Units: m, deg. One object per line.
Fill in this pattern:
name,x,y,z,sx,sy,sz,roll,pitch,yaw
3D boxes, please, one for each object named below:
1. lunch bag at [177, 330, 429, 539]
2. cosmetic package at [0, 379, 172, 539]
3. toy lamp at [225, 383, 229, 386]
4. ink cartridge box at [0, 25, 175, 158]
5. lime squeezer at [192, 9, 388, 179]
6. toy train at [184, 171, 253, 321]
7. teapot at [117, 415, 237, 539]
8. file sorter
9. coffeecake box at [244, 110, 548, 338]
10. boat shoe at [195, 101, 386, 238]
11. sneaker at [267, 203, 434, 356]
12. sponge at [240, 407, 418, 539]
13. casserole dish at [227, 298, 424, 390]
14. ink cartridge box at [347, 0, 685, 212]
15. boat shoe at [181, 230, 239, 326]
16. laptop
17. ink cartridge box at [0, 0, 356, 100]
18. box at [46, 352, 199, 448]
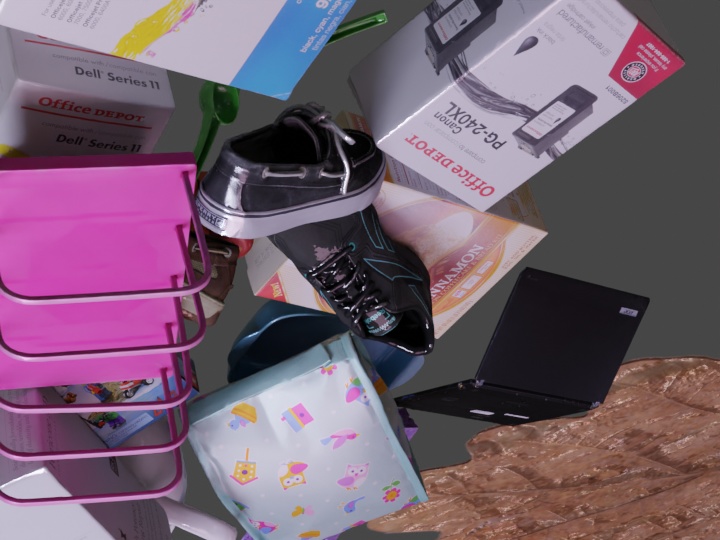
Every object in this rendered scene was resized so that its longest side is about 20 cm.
lunch bag,-0.052,0.142,1.349,0.170,0.122,0.200,-23,137,4
cosmetic package,-0.213,0.176,1.136,0.074,0.102,0.200,-25,134,6
toy lamp,-0.093,0.166,1.492,0.058,0.058,0.200,-19,147,0
ink cartridge box,-0.206,-0.104,1.069,0.117,0.068,0.200,6,138,-30
lime squeezer,-0.072,-0.134,1.099,0.200,0.071,0.038,-42,117,-18
toy train,-0.133,-0.060,1.165,0.115,0.085,0.200,19,128,-18
teapot,-0.218,0.187,1.342,0.197,0.201,0.146,-35,138,20
file sorter,-0.174,0.042,0.993,0.138,0.126,0.201,-3,135,-16
coffeecake box,0.026,-0.032,1.266,0.199,0.073,0.154,14,134,-37
boat shoe,-0.039,-0.080,1.063,0.199,0.073,0.068,-18,137,-51
sneaker,0.000,0.000,1.167,0.075,0.080,0.200,-34,140,21
sponge,-0.035,0.216,1.533,0.111,0.030,0.200,4,129,-47
casserole dish,-0.033,0.069,1.403,0.199,0.039,0.121,10,135,-33
ink cartridge box,0.113,-0.148,1.141,0.200,0.084,0.145,-37,141,23
boat shoe,-0.169,-0.034,1.080,0.202,0.075,0.075,30,88,-40
laptop,0.156,0.082,1.530,0.177,0.104,0.200,13,159,-36
ink cartridge box,-0.109,-0.218,0.895,0.199,0.148,0.145,10,135,-35
box,-0.240,0.095,1.151,0.200,0.038,0.137,-33,131,13
